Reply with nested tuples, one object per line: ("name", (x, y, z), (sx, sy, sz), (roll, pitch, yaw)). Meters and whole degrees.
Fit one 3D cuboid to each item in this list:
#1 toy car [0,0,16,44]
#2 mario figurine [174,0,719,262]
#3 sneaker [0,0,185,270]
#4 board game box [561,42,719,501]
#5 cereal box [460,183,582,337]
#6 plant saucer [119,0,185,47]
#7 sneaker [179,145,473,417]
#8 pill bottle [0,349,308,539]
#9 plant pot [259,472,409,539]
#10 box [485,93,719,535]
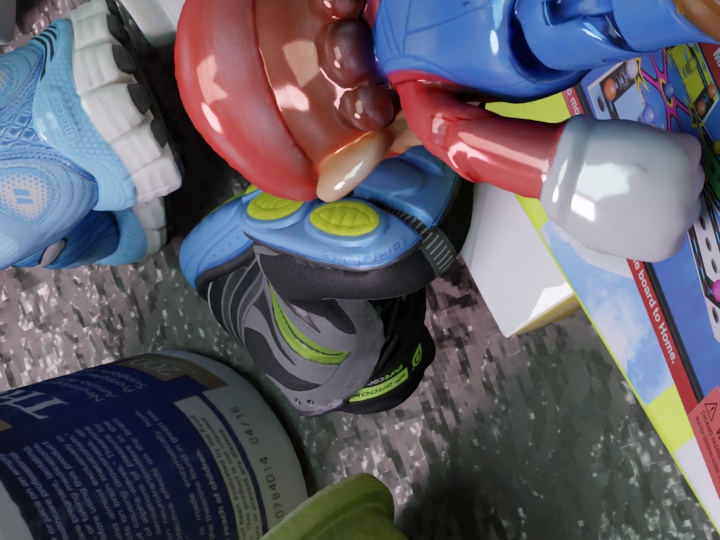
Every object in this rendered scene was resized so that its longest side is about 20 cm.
("toy car", (-0.230, -0.064, 0.949), (0.150, 0.200, 0.176), (24, 98, 41))
("mario figurine", (0.040, -0.071, 0.669), (0.106, 0.124, 0.200), (41, 147, -26))
("sneaker", (-0.114, -0.036, 0.880), (0.200, 0.090, 0.079), (121, 127, -79))
("board game box", (0.088, -0.048, 0.653), (0.103, 0.019, 0.201), (-51, 49, 46))
("cereal box", (0.055, -0.100, 0.805), (0.144, 0.039, 0.201), (-36, 76, 36))
("plant saucer", (-0.072, -0.124, 0.810), (0.050, 0.200, 0.200), (-35, 74, -2))
("sneaker", (0.000, 0.000, 0.821), (0.083, 0.071, 0.200), (55, 164, -1))
("pill bottle", (-0.117, 0.097, 0.883), (0.111, 0.200, 0.112), (9, 105, 36))
("plant pot", (0.017, 0.196, 0.822), (0.184, 0.200, 0.201), (35, 120, 14))
("box", (0.118, -0.009, 0.714), (0.122, 0.048, 0.201), (-40, 70, 28))
